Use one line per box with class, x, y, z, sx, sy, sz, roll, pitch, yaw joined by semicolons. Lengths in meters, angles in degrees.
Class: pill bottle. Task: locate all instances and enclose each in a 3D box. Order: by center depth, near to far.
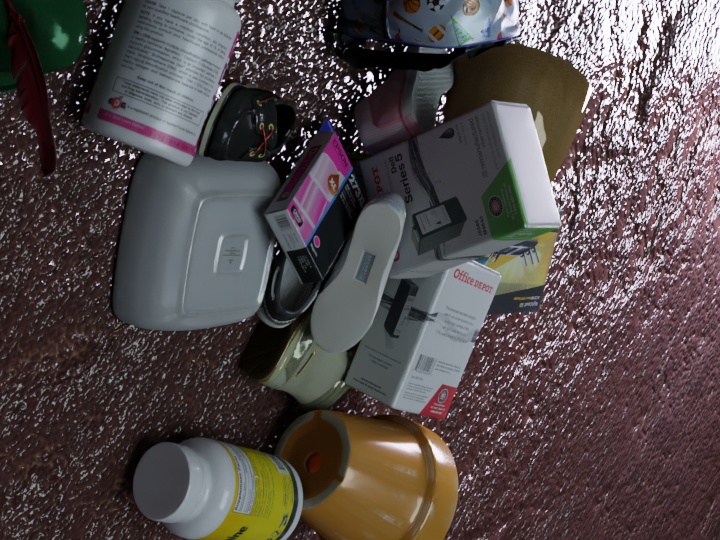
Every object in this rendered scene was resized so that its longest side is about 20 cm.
pill bottle;-0.181;-0.212;1.264;0.113;0.113;0.202;19;92;-53
pill bottle;-0.163;0.254;1.513;0.199;0.112;0.114;26;87;-53

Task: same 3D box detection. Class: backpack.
backpack;0.088;-0.312;1.489;0.199;0.189;0.156;-29;131;-42

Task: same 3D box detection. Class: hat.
hat;-0.252;-0.208;1.122;0.165;0.175;0.203;-16;119;-47

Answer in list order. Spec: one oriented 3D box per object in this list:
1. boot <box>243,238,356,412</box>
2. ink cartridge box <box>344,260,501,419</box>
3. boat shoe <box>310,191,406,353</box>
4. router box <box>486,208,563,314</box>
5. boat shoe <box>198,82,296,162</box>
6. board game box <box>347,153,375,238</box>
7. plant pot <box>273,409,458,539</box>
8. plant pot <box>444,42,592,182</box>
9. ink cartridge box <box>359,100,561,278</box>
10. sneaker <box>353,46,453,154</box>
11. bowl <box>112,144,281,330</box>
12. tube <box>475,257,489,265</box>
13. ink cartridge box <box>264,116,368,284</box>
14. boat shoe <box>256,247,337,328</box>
boot;-0.042;0.069;1.611;0.201;0.072;0.155;-57;141;-5
ink cartridge box;0.081;0.072;1.655;0.144;0.083;0.202;21;92;-58
boat shoe;0.000;0.000;1.507;0.069;0.071;0.202;-52;161;-64
router box;0.202;-0.020;1.892;0.199;0.052;0.159;-2;108;-51
boat shoe;-0.113;-0.148;1.349;0.074;0.063;0.201;-66;175;16
board game box;0.058;-0.090;1.663;0.199;0.047;0.103;-1;95;-51
plant pot;-0.008;0.261;1.652;0.183;0.199;0.202;33;80;-45
plant pot;0.178;-0.150;1.653;0.186;0.184;0.202;36;65;-52
ink cartridge box;0.110;-0.087;1.504;0.084;0.199;0.147;-4;76;-52
sneaker;0.046;-0.212;1.598;0.076;0.104;0.201;51;34;-25
bowl;-0.160;-0.027;1.415;0.199;0.074;0.202;-4;110;-52
tube;0.098;0.059;1.777;0.050;0.077;0.202;35;83;-49
ink cartridge box;-0.040;-0.084;1.475;0.095;0.037;0.201;62;32;-28
boat shoe;-0.059;-0.029;1.519;0.073;0.060;0.201;33;68;-14
